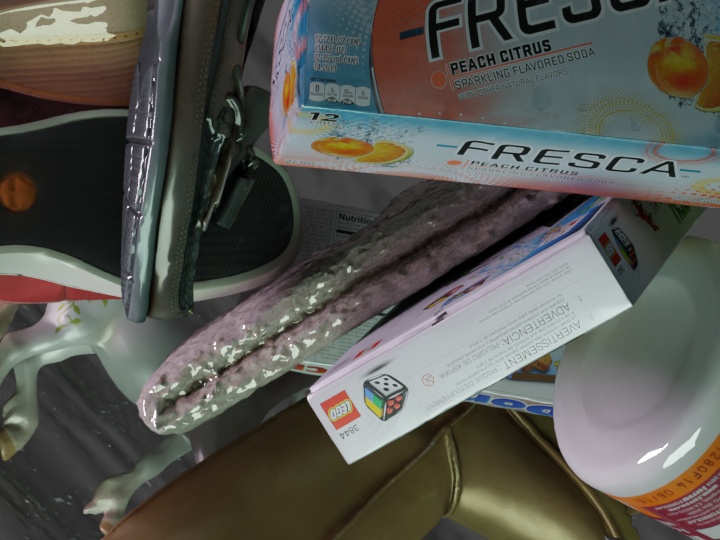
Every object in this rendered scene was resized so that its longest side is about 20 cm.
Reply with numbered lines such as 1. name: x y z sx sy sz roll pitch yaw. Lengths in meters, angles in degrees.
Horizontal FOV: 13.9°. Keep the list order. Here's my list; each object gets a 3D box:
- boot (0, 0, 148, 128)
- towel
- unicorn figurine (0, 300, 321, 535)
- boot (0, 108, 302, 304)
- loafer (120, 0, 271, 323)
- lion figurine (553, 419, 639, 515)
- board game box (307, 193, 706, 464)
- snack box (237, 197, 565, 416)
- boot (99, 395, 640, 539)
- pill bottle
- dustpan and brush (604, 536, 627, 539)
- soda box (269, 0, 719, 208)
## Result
1. boot: -0.159 -0.060 1.195 0.199 0.073 0.167 -2 141 6
2. towel: 0.000 0.000 1.172 0.199 0.133 0.035 -32 91 3
3. unicorn figurine: -0.085 0.051 1.307 0.200 0.138 0.074 41 167 -20
4. boot: -0.130 -0.014 1.177 0.199 0.073 0.144 1 169 -14
5. loafer: -0.050 -0.078 1.078 0.063 0.201 0.072 4 -172 -10
6. lion figurine: 0.166 0.093 1.345 0.199 0.073 0.123 4 159 -9
7. board game box: 0.065 0.004 1.139 0.126 0.200 0.035 -30 94 22
8. snack box: 0.047 0.019 1.268 0.199 0.072 0.024 10 164 -4
9. boot: 0.007 0.127 1.284 0.175 0.200 0.066 52 155 -4
10. pill bottle: 0.184 0.073 1.205 0.199 0.110 0.109 28 139 -30
11. dustpan and brush: 0.209 0.174 1.261 0.199 0.058 0.139 16 179 39
12. soda box: 0.070 -0.067 1.042 0.199 0.064 0.068 5 164 -10
